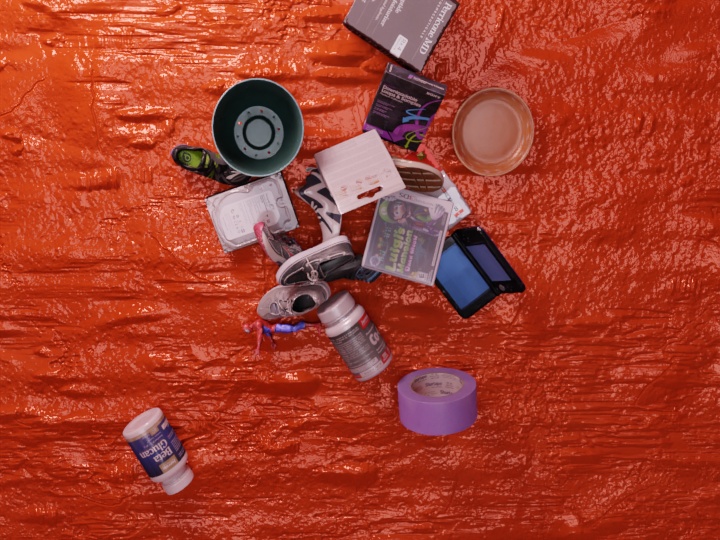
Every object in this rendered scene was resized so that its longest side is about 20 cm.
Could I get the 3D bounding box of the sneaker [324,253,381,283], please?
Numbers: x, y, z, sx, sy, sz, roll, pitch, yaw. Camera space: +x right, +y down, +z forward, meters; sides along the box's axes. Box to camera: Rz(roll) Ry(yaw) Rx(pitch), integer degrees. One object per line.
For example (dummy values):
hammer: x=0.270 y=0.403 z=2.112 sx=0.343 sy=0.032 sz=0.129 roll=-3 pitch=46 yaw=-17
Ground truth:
sneaker: x=0.000 y=0.000 z=1.755 sx=0.195 sy=0.073 sz=0.084 roll=-18 pitch=106 yaw=3

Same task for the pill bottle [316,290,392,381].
pill bottle: x=-0.016 y=0.159 z=1.776 sx=0.112 sy=0.114 sz=0.202 roll=-31 pitch=104 yaw=6

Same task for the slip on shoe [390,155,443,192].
slip on shoe: x=0.100 y=-0.234 z=1.686 sx=0.194 sy=0.061 sz=0.077 roll=7 pitch=136 yaw=11

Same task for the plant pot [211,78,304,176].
plant pot: x=-0.226 y=-0.312 z=1.609 sx=0.195 sy=0.161 sz=0.207 roll=-1 pitch=97 yaw=-7

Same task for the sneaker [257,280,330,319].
sneaker: x=-0.172 y=0.076 z=1.753 sx=0.196 sy=0.082 sz=0.076 roll=-20 pitch=106 yaw=21

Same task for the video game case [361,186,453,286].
video game case: x=0.111 y=-0.085 z=1.703 sx=0.177 sy=0.023 sz=0.205 roll=15 pitch=89 yaw=3

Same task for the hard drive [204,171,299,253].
hard drive: x=-0.258 y=-0.139 z=1.727 sx=0.195 sy=0.038 sz=0.143 roll=-18 pitch=105 yaw=2

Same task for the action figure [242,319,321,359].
action figure: x=-0.197 y=0.170 z=1.793 sx=0.194 sy=0.065 sz=0.102 roll=4 pitch=89 yaw=-3

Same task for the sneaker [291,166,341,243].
sneaker: x=-0.104 y=-0.151 z=1.708 sx=0.126 sy=0.080 sz=0.205 roll=8 pitch=105 yaw=-3

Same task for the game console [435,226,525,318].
game console: x=0.271 y=0.011 z=1.751 sx=0.118 sy=0.170 sz=0.201 roll=-45 pitch=104 yaw=-18

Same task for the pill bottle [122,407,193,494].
pill bottle: x=-0.509 y=0.464 z=1.840 sx=0.109 sy=0.111 sz=0.203 roll=-26 pitch=105 yaw=5

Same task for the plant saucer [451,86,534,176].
plant saucer: x=0.309 y=-0.326 z=1.699 sx=0.194 sy=0.038 sz=0.206 roll=0 pitch=104 yaw=-2

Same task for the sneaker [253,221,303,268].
sneaker: x=-0.184 y=-0.055 z=1.711 sx=0.074 sy=0.081 sz=0.200 roll=-39 pitch=137 yaw=3

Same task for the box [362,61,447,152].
box: x=0.095 y=-0.361 z=1.618 sx=0.140 sy=0.037 sz=0.201 roll=19 pitch=146 yaw=-6

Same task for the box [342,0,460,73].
box: x=0.082 y=-0.554 z=1.562 sx=0.197 sy=0.165 sz=0.168 roll=30 pitch=102 yaw=-10

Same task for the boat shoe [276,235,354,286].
boat shoe: x=-0.104 y=-0.005 z=1.680 sx=0.195 sy=0.069 sz=0.074 roll=-24 pitch=144 yaw=2

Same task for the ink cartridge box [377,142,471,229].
ink cartridge box: x=0.149 y=-0.175 z=1.727 sx=0.161 sy=0.050 sz=0.202 roll=-36 pitch=106 yaw=7

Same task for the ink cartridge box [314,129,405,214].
ink cartridge box: x=-0.001 y=-0.212 z=1.614 sx=0.157 sy=0.203 sz=0.048 roll=-22 pitch=144 yaw=-4

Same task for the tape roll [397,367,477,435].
tape roll: x=0.190 y=0.320 z=1.782 sx=0.194 sy=0.200 sz=0.087 roll=-5 pitch=105 yaw=-1

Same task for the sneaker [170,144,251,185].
sneaker: x=-0.344 y=-0.242 z=1.671 sx=0.194 sy=0.083 sz=0.073 roll=15 pitch=99 yaw=-7
